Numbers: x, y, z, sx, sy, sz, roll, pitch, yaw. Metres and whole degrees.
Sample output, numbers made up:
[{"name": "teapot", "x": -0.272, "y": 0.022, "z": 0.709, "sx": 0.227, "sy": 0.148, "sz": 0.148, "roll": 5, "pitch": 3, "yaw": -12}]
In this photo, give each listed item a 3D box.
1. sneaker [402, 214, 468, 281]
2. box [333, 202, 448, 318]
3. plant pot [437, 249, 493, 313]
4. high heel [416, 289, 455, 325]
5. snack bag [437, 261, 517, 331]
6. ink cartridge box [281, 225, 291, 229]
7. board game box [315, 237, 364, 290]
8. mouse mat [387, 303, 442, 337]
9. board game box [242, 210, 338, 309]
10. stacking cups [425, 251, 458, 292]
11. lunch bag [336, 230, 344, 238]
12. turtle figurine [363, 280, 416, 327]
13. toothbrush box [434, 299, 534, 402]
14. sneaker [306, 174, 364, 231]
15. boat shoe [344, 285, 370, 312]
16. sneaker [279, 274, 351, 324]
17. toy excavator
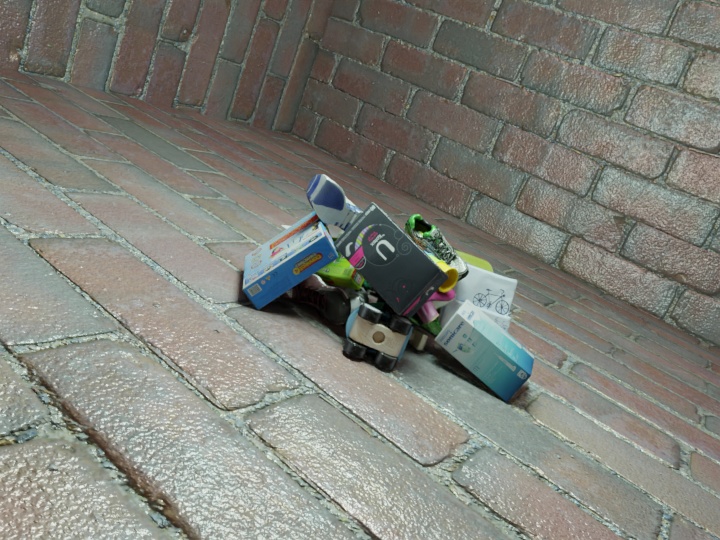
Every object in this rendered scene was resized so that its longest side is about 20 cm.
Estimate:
[{"name": "sneaker", "x": 0.175, "y": -0.051, "z": 1.422, "sx": 0.078, "sy": 0.086, "sz": 0.200, "roll": -40, "pitch": 70, "yaw": -22}, {"name": "box", "x": 0.062, "y": -0.018, "z": 1.210, "sx": 0.200, "sy": 0.122, "sz": 0.106, "roll": 45, "pitch": 6, "yaw": 17}, {"name": "plant pot", "x": 0.204, "y": 0.018, "z": 1.540, "sx": 0.198, "sy": 0.189, "sz": 0.187, "roll": 26, "pitch": 13, "yaw": -25}, {"name": "high heel", "x": 0.154, "y": 0.047, "z": 1.361, "sx": 0.097, "sy": 0.067, "sz": 0.200, "roll": 58, "pitch": 34, "yaw": -2}, {"name": "snack bag", "x": 0.288, "y": 0.092, "z": 1.473, "sx": 0.186, "sy": 0.203, "sz": 0.021, "roll": 18, "pitch": -3, "yaw": -13}, {"name": "ink cartridge box", "x": -0.123, "y": -0.045, "z": 1.584, "sx": 0.199, "sy": 0.068, "sz": 0.116, "roll": 36, "pitch": 20, "yaw": 36}, {"name": "board game box", "x": -0.068, "y": -0.023, "z": 1.401, "sx": 0.198, "sy": 0.103, "sz": 0.048, "roll": 9, "pitch": -27, "yaw": 38}, {"name": "mouse mat", "x": 0.110, "y": 0.067, "z": 1.340, "sx": 0.199, "sy": 0.008, "sz": 0.162, "roll": 33, "pitch": 26, "yaw": -38}, {"name": "board game box", "x": -0.152, "y": -0.029, "z": 1.273, "sx": 0.056, "sy": 0.198, "sz": 0.196, "roll": 56, "pitch": 4, "yaw": -22}, {"name": "stacking cups", "x": 0.140, "y": -0.019, "z": 1.389, "sx": 0.060, "sy": 0.061, "sz": 0.200, "roll": 9, "pitch": 19, "yaw": -39}, {"name": "lunch bag", "x": 0.028, "y": -0.053, "z": 1.725, "sx": 0.163, "sy": 0.119, "sz": 0.199, "roll": 29, "pitch": 12, "yaw": 19}, {"name": "turtle figurine", "x": 0.080, "y": 0.080, "z": 1.405, "sx": 0.199, "sy": 0.100, "sz": 0.151, "roll": 23, "pitch": 40, "yaw": -53}, {"name": "toothbrush box", "x": 0.274, "y": 0.169, "z": 1.315, "sx": 0.199, "sy": 0.086, "sz": 0.146, "roll": 41, "pitch": 19, "yaw": 8}, {"name": "sneaker", "x": -0.067, "y": -0.146, "z": 1.327, "sx": 0.115, "sy": 0.081, "sz": 0.199, "roll": 39, "pitch": 2, "yaw": 39}, {"name": "boat shoe", "x": -0.016, "y": 0.065, "z": 1.375, "sx": 0.073, "sy": 0.066, "sz": 0.200, "roll": 21, "pitch": 16, "yaw": -3}, {"name": "sneaker", "x": -0.110, "y": 0.061, "z": 1.276, "sx": 0.114, "sy": 0.077, "sz": 0.199, "roll": 4, "pitch": 13, "yaw": -34}, {"name": "toy excavator", "x": 0.061, "y": 0.128, "z": 1.249, "sx": 0.192, "sy": 0.101, "sz": 0.200, "roll": 22, "pitch": 7, "yaw": -6}]
